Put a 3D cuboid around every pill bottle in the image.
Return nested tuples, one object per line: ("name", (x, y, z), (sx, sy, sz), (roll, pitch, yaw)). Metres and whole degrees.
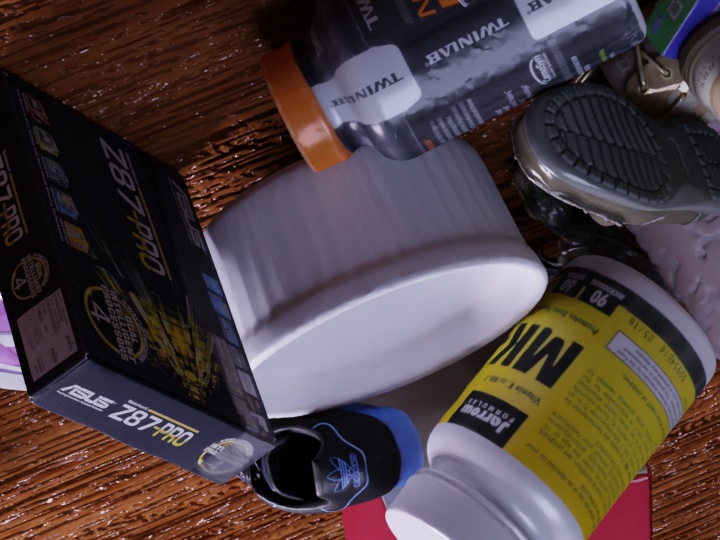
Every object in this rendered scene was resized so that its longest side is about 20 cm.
("pill bottle", (0.112, 0.098, 1.634), (0.200, 0.114, 0.114), (-50, 148, -18))
("pill bottle", (0.046, -0.128, 1.491), (0.199, 0.106, 0.106), (-27, 144, 5))

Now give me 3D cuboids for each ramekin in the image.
("ramekin", (0.000, 0.000, 1.598), (0.200, 0.098, 0.201), (-20, 163, -7))

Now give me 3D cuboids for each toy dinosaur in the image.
("toy dinosaur", (0.159, -0.007, 1.735), (0.199, 0.048, 0.088), (24, 161, -27))

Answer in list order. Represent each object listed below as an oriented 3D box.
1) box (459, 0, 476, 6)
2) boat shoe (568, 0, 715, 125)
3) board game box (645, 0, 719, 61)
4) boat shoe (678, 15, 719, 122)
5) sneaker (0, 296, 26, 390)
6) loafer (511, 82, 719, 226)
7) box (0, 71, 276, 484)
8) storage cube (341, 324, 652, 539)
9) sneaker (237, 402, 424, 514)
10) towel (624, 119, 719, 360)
("box", (0.108, -0.235, 1.383), (0.199, 0.117, 0.060), (-30, 146, 7))
("boat shoe", (0.168, -0.112, 1.606), (0.069, 0.074, 0.200), (3, 138, -40))
("board game box", (0.258, -0.189, 1.485), (0.134, 0.029, 0.200), (9, 128, -34))
("boat shoe", (0.254, -0.062, 1.510), (0.200, 0.067, 0.074), (31, 115, -29))
("sneaker", (-0.231, 0.010, 1.555), (0.200, 0.073, 0.114), (-3, 137, -41))
("loafer", (0.142, -0.052, 1.544), (0.070, 0.076, 0.200), (-28, 156, 31))
("box", (-0.135, 0.006, 1.483), (0.049, 0.201, 0.161), (-35, 142, 19))
("storage cube", (0.083, 0.151, 1.798), (0.170, 0.200, 0.180), (-16, 137, -9))
("sneaker", (-0.046, 0.113, 1.707), (0.078, 0.070, 0.200), (-12, -176, -33))
("towel", (0.255, -0.048, 1.637), (0.191, 0.200, 0.032), (-40, 162, 26))
